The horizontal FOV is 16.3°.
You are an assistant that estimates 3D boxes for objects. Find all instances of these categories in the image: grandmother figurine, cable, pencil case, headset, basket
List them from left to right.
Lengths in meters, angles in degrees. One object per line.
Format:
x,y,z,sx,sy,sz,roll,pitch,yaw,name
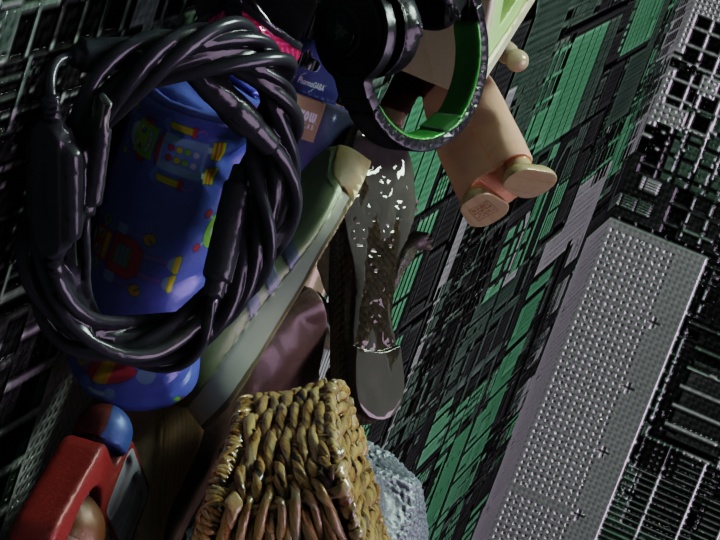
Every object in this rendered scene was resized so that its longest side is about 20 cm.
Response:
-0.100,-0.038,1.300,0.163,0.051,0.200,-20,126,-32,cable
-0.106,-0.019,1.396,0.087,0.078,0.200,-16,131,-48,pencil case
-0.066,0.148,1.460,0.200,0.149,0.143,-80,155,-79,basket
0.031,-0.169,1.588,0.123,0.094,0.200,-43,123,-35,headset
0.065,-0.128,1.787,0.121,0.200,0.061,-25,150,10,grandmother figurine

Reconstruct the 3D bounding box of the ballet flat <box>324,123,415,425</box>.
0.000,0.000,1.625,0.067,0.046,0.201,5,82,-40,ballet flat

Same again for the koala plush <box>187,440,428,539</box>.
-0.050,0.162,1.770,0.178,0.183,0.200,-65,163,-11,koala plush

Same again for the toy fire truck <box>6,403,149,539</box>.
-0.167,0.163,1.406,0.200,0.112,0.168,84,23,-68,toy fire truck

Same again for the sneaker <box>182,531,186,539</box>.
-0.140,0.222,1.705,0.074,0.079,0.201,-32,142,-67,sneaker

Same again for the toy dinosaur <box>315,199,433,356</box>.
0.000,-0.011,1.728,0.200,0.077,0.102,97,16,-53,toy dinosaur

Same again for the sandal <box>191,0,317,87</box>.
-0.063,-0.127,1.387,0.200,0.075,0.045,94,6,-65,sandal

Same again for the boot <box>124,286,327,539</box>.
-0.091,0.116,1.604,0.166,0.072,0.200,-27,141,-32,boot

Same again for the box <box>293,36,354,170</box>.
-0.058,-0.050,1.604,0.121,0.032,0.200,12,100,-63,box

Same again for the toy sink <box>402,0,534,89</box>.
0.083,-0.241,1.738,0.131,0.112,0.200,99,18,-51,toy sink

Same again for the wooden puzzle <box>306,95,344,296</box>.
-0.053,-0.030,1.734,0.185,0.037,0.200,-68,164,4,wooden puzzle

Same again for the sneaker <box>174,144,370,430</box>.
-0.076,-0.010,1.512,0.200,0.090,0.067,-59,-174,-20,sneaker
